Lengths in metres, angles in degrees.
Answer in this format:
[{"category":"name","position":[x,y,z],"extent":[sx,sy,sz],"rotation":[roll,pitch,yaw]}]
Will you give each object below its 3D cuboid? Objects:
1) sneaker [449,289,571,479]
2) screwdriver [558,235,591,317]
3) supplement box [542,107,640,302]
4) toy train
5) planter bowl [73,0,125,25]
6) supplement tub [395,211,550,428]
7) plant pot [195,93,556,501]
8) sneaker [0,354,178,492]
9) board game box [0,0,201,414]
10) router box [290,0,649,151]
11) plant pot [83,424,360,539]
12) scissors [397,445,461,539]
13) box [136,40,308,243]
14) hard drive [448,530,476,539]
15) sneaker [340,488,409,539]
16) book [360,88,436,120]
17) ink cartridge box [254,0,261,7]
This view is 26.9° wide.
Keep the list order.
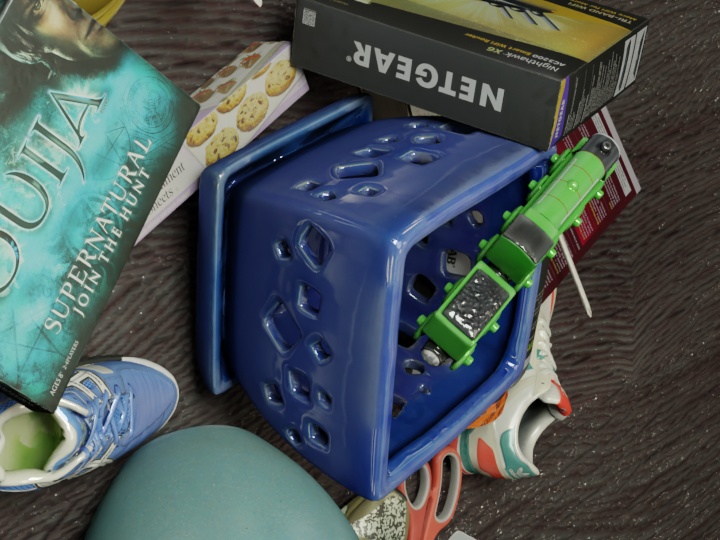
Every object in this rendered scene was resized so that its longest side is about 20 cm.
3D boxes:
[{"category":"sneaker","position":[0.149,0.089,1.299],"extent":[0.070,0.093,0.201],"rotation":[43,63,-45]},{"category":"screwdriver","position":[0.154,-0.057,1.224],"extent":[0.028,0.029,0.201],"rotation":[-21,86,-39]},{"category":"supplement box","position":[0.155,-0.060,1.296],"extent":[0.200,0.061,0.109],"rotation":[-44,115,-39]},{"category":"toy train","position":[0.099,-0.017,0.917],"extent":[0.042,0.056,0.200],"rotation":[40,59,3]},{"category":"planter bowl","position":[-0.174,-0.212,0.859],"extent":[0.200,0.083,0.202],"rotation":[-11,104,-51]},{"category":"supplement tub","position":[0.080,0.013,1.158],"extent":[0.122,0.122,0.201],"rotation":[-23,129,-47]},{"category":"plant pot","position":[0.000,0.000,1.005],"extent":[0.200,0.179,0.201],"rotation":[-33,137,-46]},{"category":"sneaker","position":[-0.178,0.098,0.908],"extent":[0.200,0.077,0.076],"rotation":[-15,106,-51]},{"category":"board game box","position":[-0.178,-0.043,0.812],"extent":[0.135,0.028,0.201],"rotation":[38,65,-37]},{"category":"router box","position":[0.076,-0.158,1.038],"extent":[0.157,0.199,0.053],"rotation":[-38,143,-51]},{"category":"plant pot","position":[-0.095,0.180,0.960],"extent":[0.200,0.200,0.135],"rotation":[29,35,-49]},{"category":"scissors","position":[0.049,0.245,1.253],"extent":[0.073,0.014,0.201],"rotation":[5,91,-43]},{"category":"box","position":[-0.108,-0.086,0.995],"extent":[0.200,0.039,0.042],"rotation":[-46,128,-37]},{"category":"hard drive","position":[0.039,0.294,1.161],"extent":[0.132,0.027,0.200],"rotation":[-57,169,-29]},{"category":"sneaker","position":[0.003,0.260,1.139],"extent":[0.077,0.088,0.201],"rotation":[38,65,-33]},{"category":"book","position":[0.078,-0.169,1.215],"extent":[0.200,0.048,0.134],"rotation":[-49,135,-37]},{"category":"ink cartridge box","position":[-0.114,-0.265,0.886],"extent":[0.160,0.047,0.201],"rotation":[48,31,-45]}]
